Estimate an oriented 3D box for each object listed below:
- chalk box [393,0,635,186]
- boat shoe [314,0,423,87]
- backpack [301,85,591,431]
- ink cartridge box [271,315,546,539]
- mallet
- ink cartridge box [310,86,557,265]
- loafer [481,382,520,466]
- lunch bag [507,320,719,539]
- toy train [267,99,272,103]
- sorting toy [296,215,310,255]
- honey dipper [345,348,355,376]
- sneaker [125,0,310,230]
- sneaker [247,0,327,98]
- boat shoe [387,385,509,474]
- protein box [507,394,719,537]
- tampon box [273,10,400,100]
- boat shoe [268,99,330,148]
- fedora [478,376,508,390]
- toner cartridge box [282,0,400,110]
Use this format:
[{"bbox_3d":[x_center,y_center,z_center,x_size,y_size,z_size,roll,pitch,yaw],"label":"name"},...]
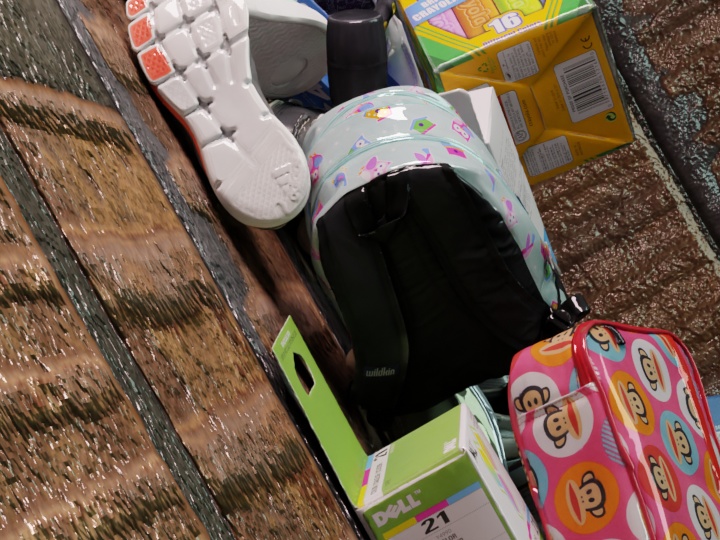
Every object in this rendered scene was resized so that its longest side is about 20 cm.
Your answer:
[{"bbox_3d":[0.099,-0.165,1.688,0.200,0.124,0.125,-112,180,-55],"label":"chalk box"},{"bbox_3d":[-0.004,-0.186,1.777,0.200,0.072,0.069,62,1,-33],"label":"boat shoe"},{"bbox_3d":[0.035,-0.015,1.499,0.200,0.166,0.127,61,5,-40],"label":"backpack"},{"bbox_3d":[0.031,0.107,1.371,0.200,0.076,0.148,61,6,-5],"label":"ink cartridge box"},{"bbox_3d":[0.008,-0.156,1.655,0.200,0.041,0.066,-56,145,-77],"label":"mallet"},{"bbox_3d":[0.052,-0.050,1.597,0.068,0.116,0.200,-80,154,-51],"label":"ink cartridge box"},{"bbox_3d":[0.117,0.104,1.697,0.200,0.072,0.063,-15,115,-50],"label":"loafer"},{"bbox_3d":[0.179,0.135,1.471,0.176,0.082,0.201,10,59,-56],"label":"lunch bag"},{"bbox_3d":[-0.065,-0.101,1.786,0.200,0.034,0.046,55,19,-44],"label":"toy train"},{"bbox_3d":[0.054,-0.005,1.781,0.185,0.037,0.200,36,19,4],"label":"sorting toy"},{"bbox_3d":[0.000,0.000,1.655,0.038,0.038,0.200,55,22,-41],"label":"honey dipper"},{"bbox_3d":[-0.093,-0.110,1.477,0.082,0.077,0.201,99,-29,-77],"label":"sneaker"},{"bbox_3d":[-0.094,-0.192,1.606,0.200,0.074,0.118,21,31,-55],"label":"sneaker"},{"bbox_3d":[0.068,0.135,1.567,0.201,0.072,0.062,64,5,13],"label":"boat shoe"},{"bbox_3d":[0.213,0.207,1.630,0.198,0.135,0.201,-6,70,-48],"label":"protein box"},{"bbox_3d":[-0.017,-0.210,1.877,0.150,0.200,0.126,55,7,-32],"label":"tampon box"},{"bbox_3d":[-0.049,-0.089,1.682,0.060,0.076,0.200,17,-5,1],"label":"boat shoe"},{"bbox_3d":[0.093,0.100,1.840,0.177,0.090,0.200,60,6,1],"label":"fedora"},{"bbox_3d":[-0.024,-0.141,1.758,0.200,0.043,0.095,43,-16,-15],"label":"toner cartridge box"}]
